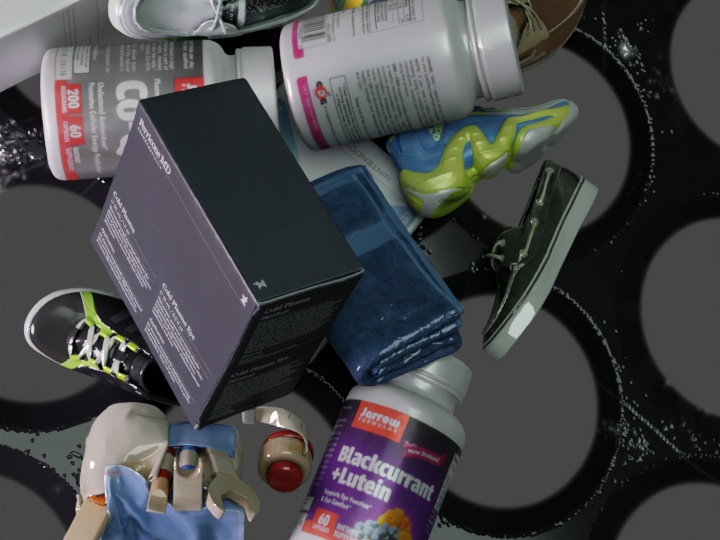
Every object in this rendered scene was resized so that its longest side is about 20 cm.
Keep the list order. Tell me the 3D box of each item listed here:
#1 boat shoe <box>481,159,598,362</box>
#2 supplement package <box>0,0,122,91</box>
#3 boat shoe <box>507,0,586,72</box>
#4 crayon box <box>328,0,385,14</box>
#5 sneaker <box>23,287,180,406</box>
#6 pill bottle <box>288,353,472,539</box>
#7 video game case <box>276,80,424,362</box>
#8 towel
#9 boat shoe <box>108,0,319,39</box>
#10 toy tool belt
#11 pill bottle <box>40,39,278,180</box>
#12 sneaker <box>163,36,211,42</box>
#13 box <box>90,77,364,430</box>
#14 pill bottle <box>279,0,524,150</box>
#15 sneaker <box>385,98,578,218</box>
[{"bbox_3d":[0.148,-0.010,1.312,0.063,0.071,0.201,30,66,-2],"label":"boat shoe"},{"bbox_3d":[-0.309,-0.242,1.258,0.198,0.117,0.118,-29,84,-16],"label":"supplement package"},{"bbox_3d":[0.142,-0.223,1.355,0.199,0.072,0.076,-39,86,-16],"label":"boat shoe"},{"bbox_3d":[0.002,-0.319,1.286,0.057,0.200,0.175,-13,79,-13],"label":"crayon box"},{"bbox_3d":[-0.189,0.067,1.215,0.197,0.083,0.073,17,93,-6],"label":"sneaker"},{"bbox_3d":[0.024,0.165,1.223,0.110,0.111,0.202,24,74,-4],"label":"pill bottle"},{"bbox_3d":[-0.056,-0.049,1.306,0.182,0.022,0.201,39,74,1],"label":"video game case"},{"bbox_3d":[0.000,0.000,1.229,0.110,0.049,0.201,-24,57,-13],"label":"towel"},{"bbox_3d":[-0.121,-0.239,1.250,0.199,0.071,0.071,-18,124,-36],"label":"boat shoe"},{"bbox_3d":[-0.138,0.188,1.174,0.197,0.126,0.124,2,37,-2],"label":"toy tool belt"},{"bbox_3d":[-0.171,-0.141,1.250,0.197,0.114,0.116,-4,77,-4],"label":"pill bottle"},{"bbox_3d":[-0.136,-0.297,1.317,0.073,0.084,0.202,23,75,-4],"label":"sneaker"},{"bbox_3d":[-0.113,-0.013,1.149,0.103,0.183,0.201,-18,65,-34],"label":"box"},{"bbox_3d":[0.038,-0.180,1.254,0.197,0.113,0.115,-11,78,9],"label":"pill bottle"},{"bbox_3d":[0.108,-0.133,1.324,0.199,0.076,0.106,-30,76,-28],"label":"sneaker"}]
